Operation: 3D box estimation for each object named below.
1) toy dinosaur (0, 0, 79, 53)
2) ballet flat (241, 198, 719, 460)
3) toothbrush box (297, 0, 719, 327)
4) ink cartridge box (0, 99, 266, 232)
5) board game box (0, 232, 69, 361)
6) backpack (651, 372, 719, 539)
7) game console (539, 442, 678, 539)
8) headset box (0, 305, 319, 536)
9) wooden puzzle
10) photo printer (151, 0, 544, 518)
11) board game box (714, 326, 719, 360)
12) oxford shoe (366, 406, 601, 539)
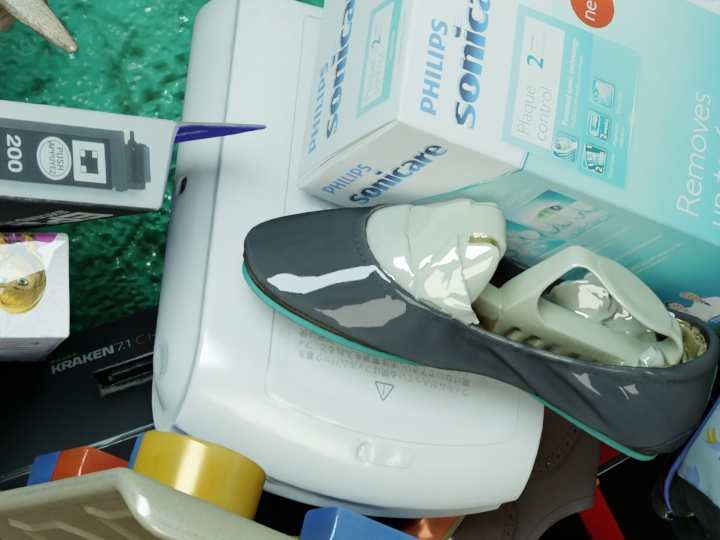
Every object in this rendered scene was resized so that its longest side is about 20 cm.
[{"bbox_3d":[-0.172,-0.101,0.923,0.199,0.135,0.086,-4,88,29],"label":"toy dinosaur"},{"bbox_3d":[0.054,0.009,0.940,0.199,0.073,0.073,23,115,-17],"label":"ballet flat"},{"bbox_3d":[0.086,-0.078,0.982,0.199,0.147,0.085,20,154,-23],"label":"toothbrush box"},{"bbox_3d":[-0.171,-0.035,0.913,0.199,0.198,0.044,2,85,-45],"label":"ink cartridge box"},{"bbox_3d":[-0.219,0.013,0.965,0.199,0.199,0.041,0,85,-11],"label":"board game box"},{"bbox_3d":[0.261,0.063,1.108,0.183,0.147,0.201,6,116,-51],"label":"backpack"},{"bbox_3d":[0.136,0.166,1.240,0.176,0.031,0.200,-29,125,1],"label":"game console"},{"bbox_3d":[-0.074,0.109,1.115,0.173,0.093,0.201,-18,124,-1],"label":"headset box"},{"bbox_3d":[-0.049,0.110,0.974,0.185,0.200,0.046,26,74,-25],"label":"wooden puzzle"},{"bbox_3d":[0.000,0.000,1.001,0.166,0.201,0.069,13,156,-21],"label":"photo printer"},{"bbox_3d":[0.206,-0.038,1.094,0.200,0.030,0.095,-53,149,19],"label":"board game box"},{"bbox_3d":[0.079,0.067,1.087,0.073,0.071,0.200,44,68,-16],"label":"oxford shoe"}]
